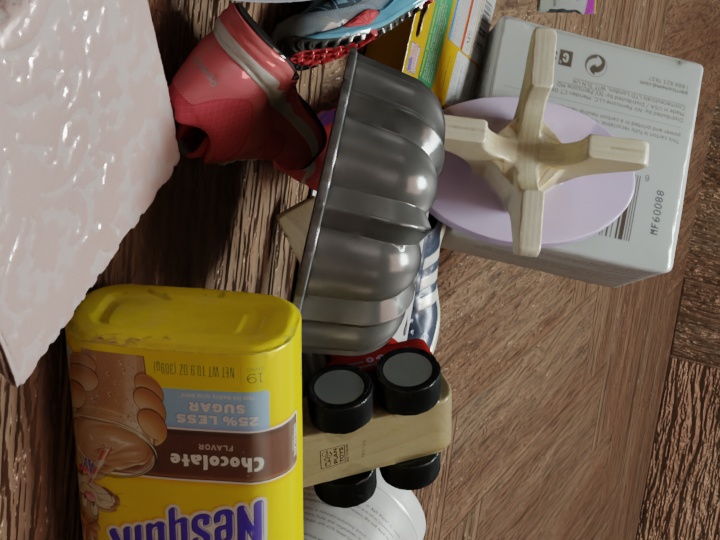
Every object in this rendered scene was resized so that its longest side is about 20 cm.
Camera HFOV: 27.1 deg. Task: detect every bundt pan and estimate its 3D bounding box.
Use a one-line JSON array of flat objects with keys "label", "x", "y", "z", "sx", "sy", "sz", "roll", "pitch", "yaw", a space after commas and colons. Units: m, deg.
[{"label": "bundt pan", "x": 0.006, "y": -0.037, "z": 0.970, "sx": 0.202, "sy": 0.075, "sz": 0.205, "roll": -168, "pitch": -90, "yaw": -87}]

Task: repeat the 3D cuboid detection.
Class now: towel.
[{"label": "towel", "x": -0.166, "y": -0.072, "z": 0.797, "sx": 0.192, "sy": 0.032, "sz": 0.201, "roll": 82, "pitch": 28, "yaw": -45}]

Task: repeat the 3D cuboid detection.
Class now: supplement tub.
[{"label": "supplement tub", "x": -0.041, "y": 0.256, "z": 1.187, "sx": 0.133, "sy": 0.131, "sz": 0.201, "roll": 84, "pitch": 29, "yaw": -42}]

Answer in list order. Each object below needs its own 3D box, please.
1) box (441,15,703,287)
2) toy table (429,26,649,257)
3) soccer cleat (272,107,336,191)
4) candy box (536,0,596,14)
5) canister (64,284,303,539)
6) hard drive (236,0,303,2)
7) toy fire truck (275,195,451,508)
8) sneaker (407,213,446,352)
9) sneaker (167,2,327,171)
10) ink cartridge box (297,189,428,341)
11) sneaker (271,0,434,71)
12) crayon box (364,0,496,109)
[{"label": "box", "x": 0.190, "y": -0.104, "z": 1.399, "sx": 0.171, "sy": 0.196, "sz": 0.203, "roll": 140, "pitch": -38, "yaw": -81}, {"label": "toy table", "x": 0.140, "y": -0.095, "z": 1.243, "sx": 0.117, "sy": 0.197, "sz": 0.186, "roll": 112, "pitch": -27, "yaw": -79}, {"label": "soccer cleat", "x": -0.004, "y": -0.106, "z": 1.158, "sx": 0.200, "sy": 0.072, "sz": 0.069, "roll": -48, "pitch": 149, "yaw": -64}, {"label": "candy box", "x": 0.206, "y": -0.363, "z": 1.477, "sx": 0.201, "sy": 0.060, "sz": 0.138, "roll": -81, "pitch": 171, "yaw": -49}, {"label": "canister", "x": -0.104, "y": 0.116, "z": 0.914, "sx": 0.087, "sy": 0.146, "sz": 0.202, "roll": -72, "pitch": 164, "yaw": -63}, {"label": "hard drive", "x": -0.054, "y": -0.241, "z": 0.951, "sx": 0.199, "sy": 0.042, "sz": 0.137, "roll": -20, "pitch": 120, "yaw": -58}, {"label": "toy fire truck", "x": -0.043, "y": 0.059, "z": 1.083, "sx": 0.201, "sy": 0.174, "sz": 0.130, "roll": -118, "pitch": -161, "yaw": -50}, {"label": "sneaker", "x": 0.033, "y": -0.001, "z": 1.315, "sx": 0.084, "sy": 0.074, "sz": 0.203, "roll": 38, "pitch": 57, "yaw": -69}, {"label": "sneaker", "x": -0.083, "y": -0.103, "z": 0.978, "sx": 0.087, "sy": 0.074, "sz": 0.200, "roll": -39, "pitch": 163, "yaw": -3}, {"label": "ink cartridge box", "x": 0.000, "y": 0.000, "z": 1.229, "sx": 0.116, "sy": 0.066, "sz": 0.203, "roll": -14, "pitch": 115, "yaw": -67}, {"label": "sneaker", "x": -0.007, "y": -0.217, "z": 1.102, "sx": 0.200, "sy": 0.079, "sz": 0.096, "roll": -39, "pitch": 102, "yaw": -41}, {"label": "crayon box", "x": 0.057, "y": -0.210, "z": 1.276, "sx": 0.200, "sy": 0.051, "sz": 0.127, "roll": 16, "pitch": 87, "yaw": -70}]
